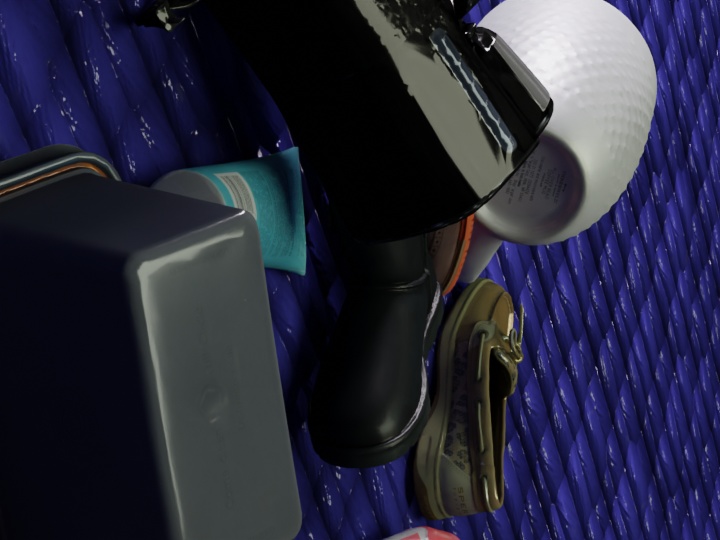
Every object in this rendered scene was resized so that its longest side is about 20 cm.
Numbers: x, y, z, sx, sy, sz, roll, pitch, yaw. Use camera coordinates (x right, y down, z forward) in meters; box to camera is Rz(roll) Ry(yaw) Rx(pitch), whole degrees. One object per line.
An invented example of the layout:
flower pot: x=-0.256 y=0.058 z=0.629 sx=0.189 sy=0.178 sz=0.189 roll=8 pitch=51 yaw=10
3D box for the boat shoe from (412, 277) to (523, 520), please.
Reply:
boat shoe: x=0.088 y=0.091 z=1.680 sx=0.073 sy=0.062 sz=0.201 roll=61 pitch=34 yaw=-46

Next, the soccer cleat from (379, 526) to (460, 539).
soccer cleat: x=0.034 y=0.269 z=1.560 sx=0.076 sy=0.066 sz=0.202 roll=2 pitch=92 yaw=-36

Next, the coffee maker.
coffee maker: x=-0.007 y=-0.116 z=1.332 sx=0.192 sy=0.135 sz=0.201 roll=-38 pitch=108 yaw=-14

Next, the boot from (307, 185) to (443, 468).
boot: x=0.000 y=0.000 z=1.452 sx=0.201 sy=0.076 sz=0.169 roll=-69 pitch=152 yaw=-53

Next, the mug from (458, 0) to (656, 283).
mug: x=0.115 y=-0.078 z=1.662 sx=0.201 sy=0.147 sz=0.176 roll=-60 pitch=-177 yaw=30

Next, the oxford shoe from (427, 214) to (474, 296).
oxford shoe: x=0.027 y=-0.069 z=1.568 sx=0.072 sy=0.071 sz=0.202 roll=-22 pitch=120 yaw=-31

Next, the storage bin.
storage bin: x=-0.101 y=0.051 z=1.080 sx=0.145 sy=0.134 sz=0.202 roll=-23 pitch=113 yaw=-43

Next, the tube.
tube: x=-0.064 y=-0.033 z=1.347 sx=0.200 sy=0.050 sz=0.078 roll=-7 pitch=99 yaw=-72
